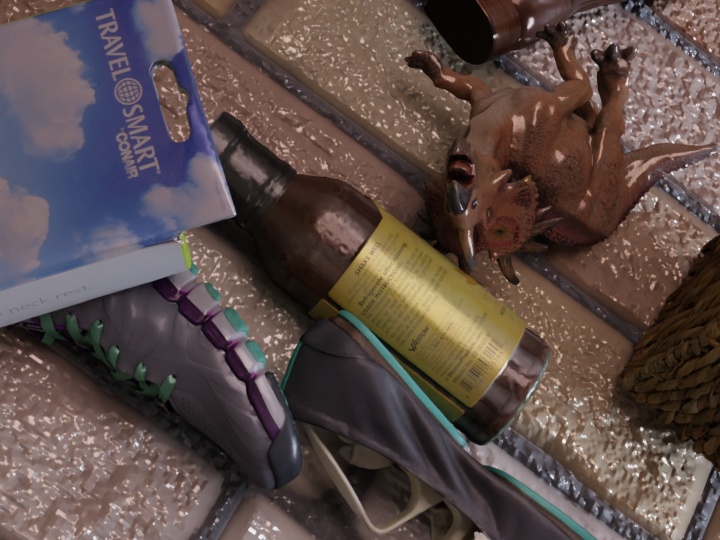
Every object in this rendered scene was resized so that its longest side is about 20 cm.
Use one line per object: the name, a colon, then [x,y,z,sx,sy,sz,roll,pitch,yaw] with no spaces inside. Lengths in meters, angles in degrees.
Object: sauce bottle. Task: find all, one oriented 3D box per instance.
sauce bottle: [0.000,0.000,0.928,0.200,0.065,0.065,40,54,-5]

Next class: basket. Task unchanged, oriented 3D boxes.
basket: [0.243,0.037,0.948,0.149,0.200,0.143,42,53,-2]

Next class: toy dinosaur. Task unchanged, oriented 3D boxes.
toy dinosaur: [0.096,-0.047,0.993,0.199,0.086,0.137,14,65,-35]

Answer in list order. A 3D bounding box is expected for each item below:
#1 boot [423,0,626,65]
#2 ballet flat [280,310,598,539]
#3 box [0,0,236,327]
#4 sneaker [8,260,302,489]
boot: [0.093,-0.217,1.091,0.199,0.064,0.187,-26,83,-35]
ballet flat: [0.038,0.106,0.899,0.200,0.073,0.073,42,54,-9]
box: [-0.162,-0.039,0.830,0.198,0.048,0.123,-17,72,-6]
sneaker: [-0.108,0.028,0.869,0.087,0.075,0.201,-32,75,-16]
